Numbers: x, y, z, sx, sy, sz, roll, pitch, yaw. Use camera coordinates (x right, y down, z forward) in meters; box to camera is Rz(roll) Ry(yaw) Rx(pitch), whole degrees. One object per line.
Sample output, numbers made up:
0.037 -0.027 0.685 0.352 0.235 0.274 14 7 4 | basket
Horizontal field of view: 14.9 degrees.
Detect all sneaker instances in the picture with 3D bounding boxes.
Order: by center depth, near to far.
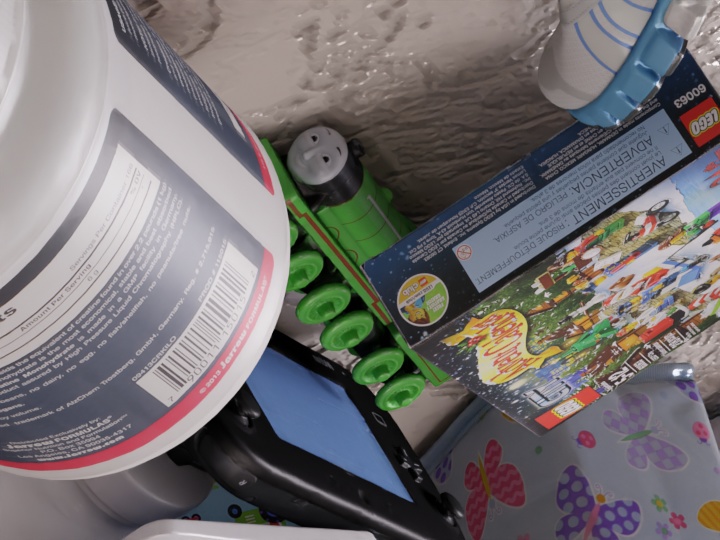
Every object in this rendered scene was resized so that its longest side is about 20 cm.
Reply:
0.080 -0.116 0.867 0.087 0.075 0.200 23 152 -4 | sneaker

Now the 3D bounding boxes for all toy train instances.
0.000 0.000 1.051 0.056 0.042 0.200 -30 152 4 | toy train

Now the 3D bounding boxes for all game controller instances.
-0.025 0.059 1.073 0.042 0.104 0.200 -32 150 16 | game controller

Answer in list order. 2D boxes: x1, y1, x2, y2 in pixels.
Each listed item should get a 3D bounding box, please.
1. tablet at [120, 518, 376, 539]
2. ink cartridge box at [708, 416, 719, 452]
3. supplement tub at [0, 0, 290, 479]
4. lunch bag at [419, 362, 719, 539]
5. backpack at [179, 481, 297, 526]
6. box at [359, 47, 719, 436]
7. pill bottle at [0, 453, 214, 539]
-0.101 0.144 1.047 0.200 0.014 0.130 -34 154 30 | tablet
0.229 0.161 1.350 0.200 0.147 0.146 12 148 -44 | ink cartridge box
-0.117 -0.029 0.815 0.140 0.140 0.200 -23 152 12 | supplement tub
0.088 0.157 1.251 0.127 0.170 0.200 5 143 -32 | lunch bag
-0.066 0.202 1.212 0.183 0.200 0.135 -7 151 -18 | backpack
0.092 -0.004 1.033 0.137 0.038 0.200 -35 160 8 | box
-0.152 0.105 1.078 0.200 0.111 0.111 -33 149 27 | pill bottle
